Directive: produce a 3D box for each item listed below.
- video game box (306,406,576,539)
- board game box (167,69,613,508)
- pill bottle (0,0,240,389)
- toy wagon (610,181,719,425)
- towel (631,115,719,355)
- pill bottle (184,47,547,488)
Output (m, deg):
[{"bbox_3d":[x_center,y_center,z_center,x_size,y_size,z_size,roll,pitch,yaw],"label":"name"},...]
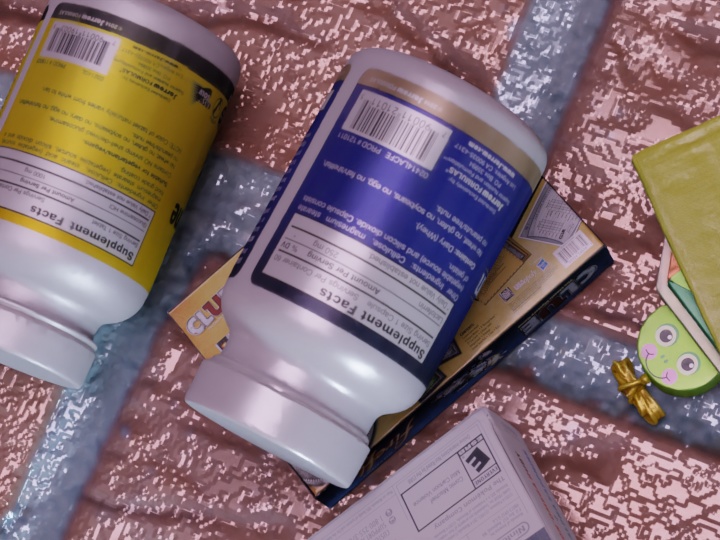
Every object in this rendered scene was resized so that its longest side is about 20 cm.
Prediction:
[{"bbox_3d":[0.029,0.196,1.180,0.200,0.047,0.183,-38,49,14],"label":"video game box"},{"bbox_3d":[0.015,0.009,1.287,0.200,0.035,0.136,-40,69,0],"label":"board game box"},{"bbox_3d":[-0.150,-0.044,1.302,0.112,0.112,0.201,19,80,18],"label":"pill bottle"},{"bbox_3d":[0.215,0.006,1.235,0.200,0.040,0.155,-36,69,2],"label":"toy wagon"},{"bbox_3d":[0.212,0.012,1.207,0.086,0.018,0.201,-23,69,1],"label":"towel"},{"bbox_3d":[0.000,0.000,1.213,0.115,0.116,0.200,27,82,19],"label":"pill bottle"}]
